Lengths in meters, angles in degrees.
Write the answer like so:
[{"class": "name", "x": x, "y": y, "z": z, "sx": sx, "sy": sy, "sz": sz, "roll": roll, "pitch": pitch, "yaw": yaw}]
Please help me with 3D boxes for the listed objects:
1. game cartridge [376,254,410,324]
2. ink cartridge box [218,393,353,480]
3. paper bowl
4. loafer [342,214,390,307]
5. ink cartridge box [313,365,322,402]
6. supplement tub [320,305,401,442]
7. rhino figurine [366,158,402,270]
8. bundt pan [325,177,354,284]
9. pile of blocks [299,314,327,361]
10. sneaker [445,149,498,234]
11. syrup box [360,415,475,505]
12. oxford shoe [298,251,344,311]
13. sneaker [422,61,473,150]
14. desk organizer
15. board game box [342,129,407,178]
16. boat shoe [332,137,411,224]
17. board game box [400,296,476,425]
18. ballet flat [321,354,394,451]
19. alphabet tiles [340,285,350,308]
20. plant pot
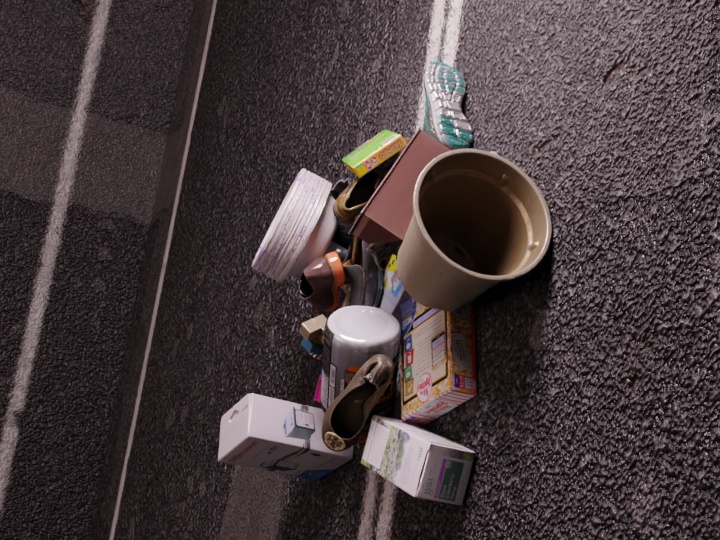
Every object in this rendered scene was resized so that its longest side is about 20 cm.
[{"class": "game cartridge", "x": 0.071, "y": -0.012, "z": 1.796, "sx": 0.133, "sy": 0.040, "sz": 0.201, "roll": 43, "pitch": 116, "yaw": 57}, {"class": "ink cartridge box", "x": -0.131, "y": 0.294, "z": 1.869, "sx": 0.146, "sy": 0.199, "sz": 0.086, "roll": -43, "pitch": 40, "yaw": 51}, {"class": "paper bowl", "x": -0.105, "y": -0.071, "z": 1.893, "sx": 0.201, "sy": 0.104, "sz": 0.201, "roll": -63, "pitch": 7, "yaw": 13}, {"class": "loafer", "x": 0.000, "y": 0.000, "z": 1.811, "sx": 0.073, "sy": 0.072, "sz": 0.201, "roll": 9, "pitch": 86, "yaw": 62}, {"class": "ink cartridge box", "x": -0.040, "y": 0.200, "z": 1.930, "sx": 0.200, "sy": 0.037, "sz": 0.095, "roll": 8, "pitch": 84, "yaw": 68}, {"class": "supplement tub", "x": -0.002, "y": 0.168, "z": 1.710, "sx": 0.123, "sy": 0.122, "sz": 0.201, "roll": -118, "pitch": 27, "yaw": -57}, {"class": "rhino figurine", "x": 0.057, "y": -0.085, "z": 1.721, "sx": 0.060, "sy": 0.087, "sz": 0.201, "roll": 124, "pitch": 164, "yaw": -57}, {"class": "bundt pan", "x": -0.019, "y": -0.063, "z": 1.959, "sx": 0.202, "sy": 0.076, "sz": 0.203, "roll": -44, "pitch": 38, "yaw": 50}, {"class": "pile of blocks", "x": -0.045, "y": 0.132, "z": 1.802, "sx": 0.082, "sy": 0.200, "sz": 0.062, "roll": -47, "pitch": 66, "yaw": 9}, {"class": "sneaker", "x": 0.160, "y": -0.099, "z": 1.632, "sx": 0.077, "sy": 0.076, "sz": 0.200, "roll": 57, "pitch": 133, "yaw": 31}, {"class": "syrup box", "x": 0.081, "y": 0.275, "z": 1.561, "sx": 0.200, "sy": 0.081, "sz": 0.079, "roll": 11, "pitch": 87, "yaw": 66}, {"class": "oxford shoe", "x": -0.077, "y": 0.025, "z": 1.843, "sx": 0.200, "sy": 0.072, "sz": 0.071, "roll": 104, "pitch": 145, "yaw": -66}, {"class": "sneaker", "x": 0.129, "y": -0.260, "z": 1.772, "sx": 0.091, "sy": 0.077, "sz": 0.201, "roll": 127, "pitch": 149, "yaw": -48}, {"class": "desk organizer", "x": 0.069, "y": -0.122, "z": 1.669, "sx": 0.200, "sy": 0.077, "sz": 0.072, "roll": -56, "pitch": 0, "yaw": -31}, {"class": "board game box", "x": 0.020, "y": -0.201, "z": 1.812, "sx": 0.095, "sy": 0.030, "sz": 0.200, "roll": -34, "pitch": 14, "yaw": 1}, {"class": "boat shoe", "x": 0.038, "y": -0.156, "z": 1.825, "sx": 0.200, "sy": 0.072, "sz": 0.068, "roll": -47, "pitch": 0, "yaw": -14}, {"class": "board game box", "x": 0.115, "y": 0.116, "z": 1.617, "sx": 0.151, "sy": 0.046, "sz": 0.201, "roll": -41, "pitch": 41, "yaw": 53}, {"class": "ballet flat", "x": -0.008, "y": 0.210, "z": 1.636, "sx": 0.200, "sy": 0.067, "sz": 0.046, "roll": -57, "pitch": 2, "yaw": 31}, {"class": "alphabet tiles", "x": 0.014, "y": 0.010, "z": 1.950, "sx": 0.201, "sy": 0.006, "sz": 0.166, "roll": -67, "pitch": 26, "yaw": 18}, {"class": "plant pot", "x": 0.139, "y": -0.038, "z": 1.506, "sx": 0.184, "sy": 0.200, "sz": 0.201, "roll": 124, "pitch": 151, "yaw": -58}]
